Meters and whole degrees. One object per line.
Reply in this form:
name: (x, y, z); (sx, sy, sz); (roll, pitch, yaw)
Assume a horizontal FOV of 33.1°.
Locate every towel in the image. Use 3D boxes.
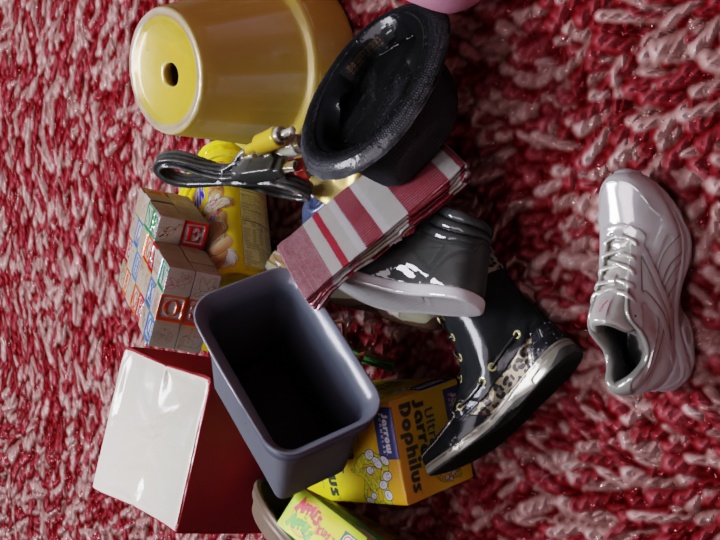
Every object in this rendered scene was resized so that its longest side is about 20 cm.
towel: (0.010, -0.055, 1.188); (0.200, 0.023, 0.144); (-40, 28, 3)

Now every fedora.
fedora: (0.034, -0.155, 1.169); (0.200, 0.091, 0.202); (-31, 40, 30)

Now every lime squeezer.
lime squeezer: (-0.054, 0.096, 1.361); (0.198, 0.071, 0.038); (4, 120, 11)

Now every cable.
cable: (-0.124, -0.110, 1.285); (0.198, 0.097, 0.051); (0, 59, 35)

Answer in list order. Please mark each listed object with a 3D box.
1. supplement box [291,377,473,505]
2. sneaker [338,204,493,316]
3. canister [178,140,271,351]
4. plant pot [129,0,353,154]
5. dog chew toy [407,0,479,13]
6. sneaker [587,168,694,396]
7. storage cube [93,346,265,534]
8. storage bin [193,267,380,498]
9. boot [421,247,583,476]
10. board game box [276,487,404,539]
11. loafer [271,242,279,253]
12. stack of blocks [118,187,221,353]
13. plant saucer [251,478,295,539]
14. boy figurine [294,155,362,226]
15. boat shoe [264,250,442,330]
supplement box: (0.007, 0.182, 1.307); (0.199, 0.109, 0.110); (-8, 94, 46)
sneaker: (0.049, -0.016, 1.178); (0.199, 0.071, 0.100); (6, 69, 40)
canister: (-0.156, -0.027, 1.377); (0.149, 0.086, 0.201); (-55, 32, 41)
plant pot: (-0.136, -0.218, 1.302); (0.200, 0.188, 0.203); (14, 110, 43)
dog chew toy: (0.088, -0.341, 1.098); (0.124, 0.124, 0.202); (35, 115, 35)
sneaker: (0.234, 0.014, 1.042); (0.077, 0.099, 0.202); (-8, 94, 46)
storage cube: (-0.179, 0.196, 1.419); (0.170, 0.179, 0.202); (14, 91, 43)
storage bin: (-0.072, 0.119, 1.220); (0.201, 0.144, 0.135); (55, 154, 29)
boot: (0.107, 0.091, 1.202); (0.204, 0.073, 0.154); (-47, 64, 25)
board game box: (0.007, 0.296, 1.277); (0.101, 0.200, 0.048); (30, 84, 37)
loafer: (-0.100, 0.006, 1.407); (0.199, 0.063, 0.073); (-5, 95, 46)
stack of blocks: (-0.205, -0.005, 1.302); (0.200, 0.058, 0.116); (-135, 59, -62)
plant saucer: (-0.047, 0.306, 1.326); (0.030, 0.200, 0.200); (-49, 59, 1)
boy figurine: (-0.020, -0.104, 1.294); (0.124, 0.064, 0.202); (25, 116, 20)
boat shoe: (0.000, 0.000, 1.268); (0.198, 0.072, 0.077); (15, 98, 5)
